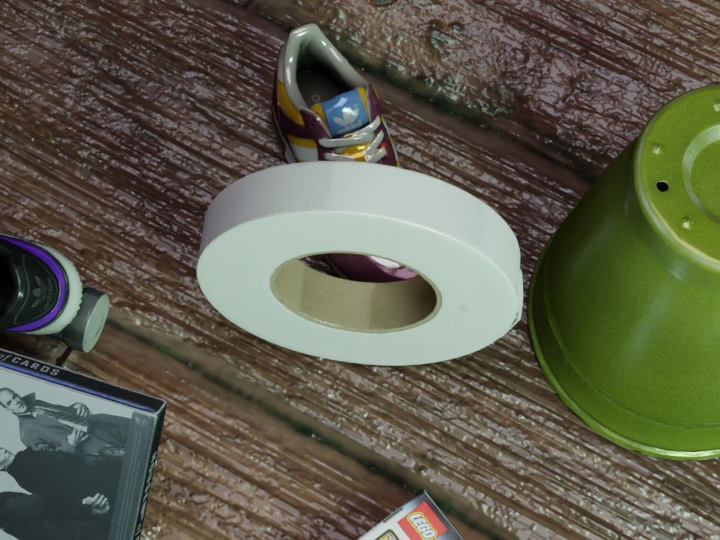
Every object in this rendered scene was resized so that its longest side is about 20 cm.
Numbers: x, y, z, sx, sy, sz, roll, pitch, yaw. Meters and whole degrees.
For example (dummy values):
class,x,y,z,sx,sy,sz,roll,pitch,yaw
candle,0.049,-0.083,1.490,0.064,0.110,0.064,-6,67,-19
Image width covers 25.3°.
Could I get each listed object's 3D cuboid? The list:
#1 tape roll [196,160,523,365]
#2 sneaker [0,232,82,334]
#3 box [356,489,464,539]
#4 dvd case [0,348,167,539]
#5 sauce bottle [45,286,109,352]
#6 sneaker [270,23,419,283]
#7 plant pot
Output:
class,x,y,z,sx,sy,sz,roll,pitch,yaw
tape roll,0.000,0.000,0.980,0.200,0.203,0.037,7,62,0
sneaker,-0.273,-0.004,0.958,0.197,0.100,0.071,7,91,7
box,0.056,0.243,0.952,0.109,0.035,0.200,-33,69,-18
dvd case,-0.223,0.117,0.949,0.198,0.152,0.025,17,22,6
sauce bottle,-0.261,0.002,1.041,0.198,0.066,0.067,22,64,5
sneaker,-0.007,-0.071,1.076,0.074,0.090,0.201,-25,67,-15
plant pot,0.216,-0.011,1.001,0.198,0.193,0.203,2,63,-3
